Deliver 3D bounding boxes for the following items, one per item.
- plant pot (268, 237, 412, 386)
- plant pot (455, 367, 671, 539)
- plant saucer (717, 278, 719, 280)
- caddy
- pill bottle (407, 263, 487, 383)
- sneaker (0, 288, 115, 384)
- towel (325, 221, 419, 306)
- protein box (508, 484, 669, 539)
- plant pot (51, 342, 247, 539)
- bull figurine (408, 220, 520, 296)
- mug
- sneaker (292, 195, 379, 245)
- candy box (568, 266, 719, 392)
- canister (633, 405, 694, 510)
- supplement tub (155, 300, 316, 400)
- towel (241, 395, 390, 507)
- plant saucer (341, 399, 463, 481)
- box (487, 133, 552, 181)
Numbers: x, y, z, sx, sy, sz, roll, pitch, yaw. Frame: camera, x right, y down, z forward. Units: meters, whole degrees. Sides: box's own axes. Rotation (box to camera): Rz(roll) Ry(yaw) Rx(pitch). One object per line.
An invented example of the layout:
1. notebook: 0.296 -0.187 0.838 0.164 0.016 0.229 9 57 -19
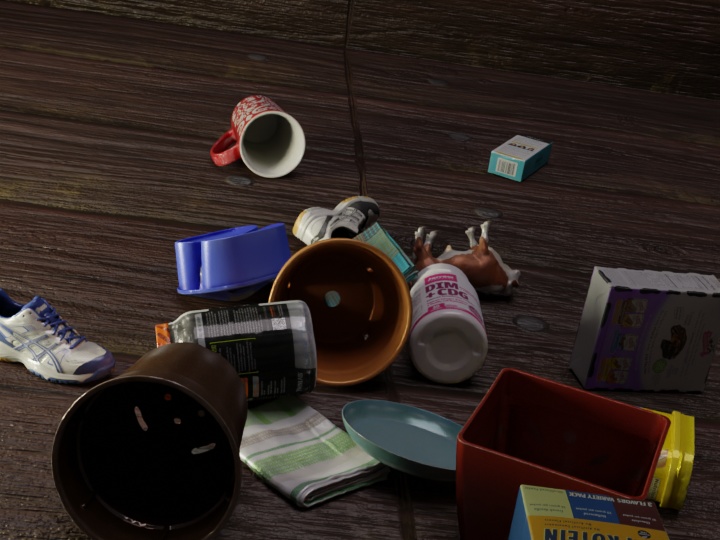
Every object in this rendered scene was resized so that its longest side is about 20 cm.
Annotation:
1. plant pot: -0.035 0.050 1.729 0.197 0.203 0.140 6 6 -8
2. plant pot: 0.211 0.249 1.350 0.198 0.178 0.200 16 24 17
3. plant saucer: 0.708 0.077 2.111 0.197 0.048 0.200 0 24 -22
4. caddy: -0.192 -0.007 1.891 0.140 0.106 0.199 -3 9 44
5. pill bottle: 0.123 0.071 1.811 0.112 0.115 0.200 8 23 -4
6. sneaker: -0.413 0.084 1.608 0.198 0.089 0.075 15 21 9
7. towel: 0.000 0.000 1.944 0.146 0.022 0.200 -34 29 -1
8. protein box: 0.200 0.337 1.108 0.133 0.201 0.200 7 23 -4
9. plant pot: -0.210 0.180 1.351 0.198 0.203 0.198 10 14 2
10. bull figurine: 0.174 -0.013 2.041 0.197 0.123 0.065 -4 -10 -14
11. mug: -0.215 -0.283 2.493 0.175 0.135 0.200 4 20 -16
12. sneaker: -0.027 -0.070 2.162 0.199 0.076 0.088 -20 52 -44
13. candy box: 0.426 0.089 1.816 0.197 0.170 0.072 4 25 -15
14. canister: 0.318 0.222 1.574 0.198 0.088 0.149 12 22 10
15. supplement tub: -0.160 0.108 1.584 0.197 0.124 0.123 -5 25 -10
16. towel: -0.077 0.213 1.510 0.148 0.031 0.199 -11 30 -41
17. plant saucer: 0.068 0.213 1.527 0.198 0.028 0.200 16 11 -3
18. box: 0.356 -0.253 2.743 0.082 0.050 0.200 19 25 21
